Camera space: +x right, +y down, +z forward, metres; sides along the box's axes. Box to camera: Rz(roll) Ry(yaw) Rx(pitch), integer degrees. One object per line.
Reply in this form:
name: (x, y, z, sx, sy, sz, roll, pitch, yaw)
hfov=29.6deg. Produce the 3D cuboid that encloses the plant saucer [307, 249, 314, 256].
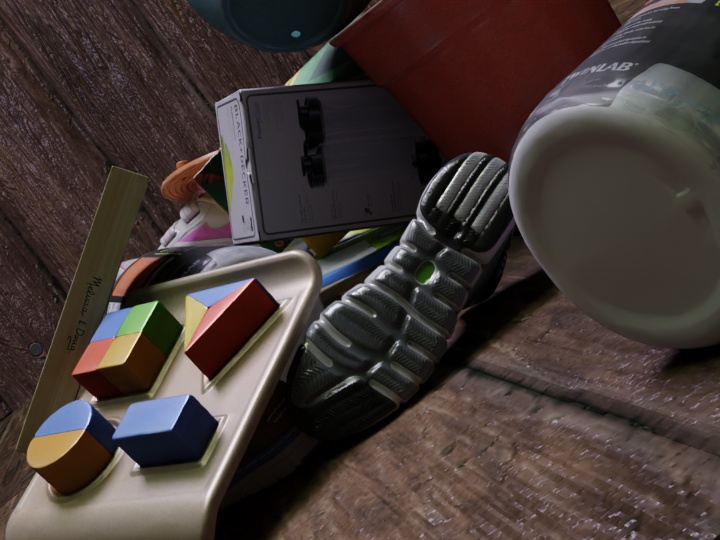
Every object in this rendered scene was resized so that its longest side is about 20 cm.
plant saucer: (-0.138, 0.020, 1.316, 0.199, 0.019, 0.070, -22, -5, -2)

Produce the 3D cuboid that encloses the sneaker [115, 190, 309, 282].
sneaker: (-0.140, -0.034, 1.265, 0.199, 0.089, 0.081, -20, 14, 7)

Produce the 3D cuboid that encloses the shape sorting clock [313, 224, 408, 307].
shape sorting clock: (0.000, 0.000, 1.162, 0.199, 0.039, 0.200, -23, 10, 4)

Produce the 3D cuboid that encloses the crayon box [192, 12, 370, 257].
crayon box: (-0.028, -0.102, 1.158, 0.200, 0.127, 0.051, -45, 40, 1)

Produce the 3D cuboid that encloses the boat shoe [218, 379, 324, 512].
boat shoe: (-0.111, 0.122, 0.883, 0.199, 0.073, 0.072, -34, 9, 25)

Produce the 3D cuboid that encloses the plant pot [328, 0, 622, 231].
plant pot: (0.113, -0.149, 1.001, 0.200, 0.196, 0.201, -36, 7, 5)

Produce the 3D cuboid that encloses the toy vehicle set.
toy vehicle set: (-0.195, 0.029, 0.964, 0.124, 0.026, 0.202, 179, 109, -80)

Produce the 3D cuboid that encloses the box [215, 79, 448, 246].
box: (-0.008, -0.089, 1.076, 0.199, 0.118, 0.060, -9, 2, -26)

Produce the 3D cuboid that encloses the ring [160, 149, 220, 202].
ring: (-0.089, -0.102, 1.264, 0.199, 0.019, 0.200, -14, -9, -2)

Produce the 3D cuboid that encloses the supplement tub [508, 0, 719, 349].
supplement tub: (0.162, -0.069, 0.586, 0.200, 0.123, 0.122, -42, 9, -34)

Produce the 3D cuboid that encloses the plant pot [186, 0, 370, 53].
plant pot: (-0.060, -0.242, 1.010, 0.199, 0.200, 0.136, -33, 44, 28)

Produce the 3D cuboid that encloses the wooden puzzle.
wooden puzzle: (-0.128, 0.076, 0.830, 0.184, 0.046, 0.201, -12, 44, 39)

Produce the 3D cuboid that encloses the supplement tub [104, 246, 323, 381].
supplement tub: (-0.120, 0.043, 1.038, 0.122, 0.123, 0.200, -40, 19, -22)

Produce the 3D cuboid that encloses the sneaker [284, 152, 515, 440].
sneaker: (0.038, 0.028, 0.848, 0.200, 0.075, 0.115, -51, -17, -2)

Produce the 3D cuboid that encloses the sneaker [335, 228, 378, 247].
sneaker: (0.044, -0.088, 1.278, 0.199, 0.081, 0.074, -25, -8, -22)
